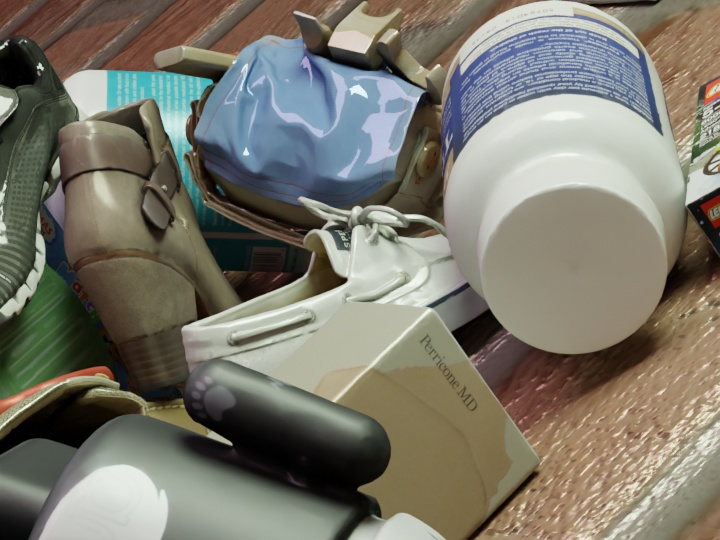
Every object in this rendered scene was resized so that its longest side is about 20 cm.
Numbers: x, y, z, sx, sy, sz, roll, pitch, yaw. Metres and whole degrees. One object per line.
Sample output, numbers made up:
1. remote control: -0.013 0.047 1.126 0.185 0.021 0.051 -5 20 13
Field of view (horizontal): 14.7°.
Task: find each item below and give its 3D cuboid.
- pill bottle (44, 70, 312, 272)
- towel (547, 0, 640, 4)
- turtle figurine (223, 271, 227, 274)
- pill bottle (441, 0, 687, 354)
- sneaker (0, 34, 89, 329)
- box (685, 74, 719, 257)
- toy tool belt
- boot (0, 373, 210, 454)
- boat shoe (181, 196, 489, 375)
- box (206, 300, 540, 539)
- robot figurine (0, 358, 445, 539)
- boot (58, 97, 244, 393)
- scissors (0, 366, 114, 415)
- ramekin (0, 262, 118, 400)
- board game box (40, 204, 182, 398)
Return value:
1. pill bottle: -0.107 -0.056 1.574 0.199 0.111 0.111 2 17 -6
2. towel: 0.213 -0.232 1.714 0.200 0.023 0.144 -42 17 -15
3. turtle figurine: -0.127 -0.022 1.701 0.149 0.101 0.200 -29 -4 -29
4. pill bottle: 0.093 -0.042 1.293 0.111 0.111 0.200 -32 20 14
5. sneaker: -0.192 -0.047 1.409 0.066 0.091 0.201 -6 38 20
6. box: 0.242 -0.090 1.259 0.199 0.038 0.137 -30 19 21
7. toy tool belt: -0.002 -0.073 1.434 0.199 0.123 0.125 9 68 29
8. boot: -0.127 0.092 1.332 0.199 0.072 0.155 -20 -11 -35
9. boat shoe: -0.003 0.000 1.362 0.201 0.086 0.075 -27 11 -22
10. box: -0.030 0.110 1.176 0.200 0.095 0.078 -45 20 -20
11. robot figurine: -0.052 0.126 1.021 0.151 0.199 0.125 93 -160 -51
12. boot: -0.104 -0.017 1.473 0.070 0.147 0.200 -14 2 10
13. scissors: -0.186 0.070 1.307 0.073 0.014 0.200 -26 -8 25
14. ramekin: -0.223 0.067 1.503 0.199 0.201 0.098 -19 17 45
15. board game box: -0.203 0.020 1.562 0.151 0.200 0.037 -16 25 48
